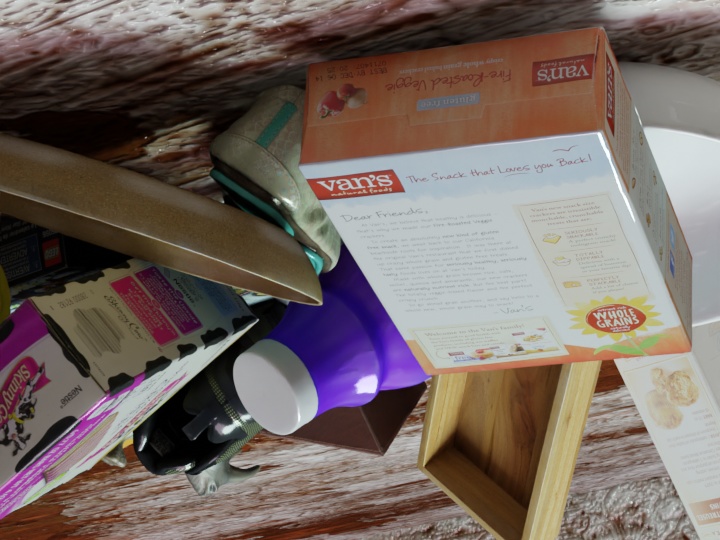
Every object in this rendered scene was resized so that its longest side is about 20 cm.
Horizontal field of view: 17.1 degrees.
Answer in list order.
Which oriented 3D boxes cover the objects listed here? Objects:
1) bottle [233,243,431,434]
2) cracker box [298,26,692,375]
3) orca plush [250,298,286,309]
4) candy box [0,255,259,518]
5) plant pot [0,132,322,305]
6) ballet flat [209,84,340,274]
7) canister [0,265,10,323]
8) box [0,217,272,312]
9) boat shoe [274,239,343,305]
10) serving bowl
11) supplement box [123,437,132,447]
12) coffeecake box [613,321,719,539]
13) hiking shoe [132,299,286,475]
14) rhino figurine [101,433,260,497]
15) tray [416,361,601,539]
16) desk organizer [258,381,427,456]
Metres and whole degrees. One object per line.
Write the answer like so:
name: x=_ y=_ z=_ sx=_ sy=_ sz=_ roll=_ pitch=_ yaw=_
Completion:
bottle: x=0.019 y=0.017 z=1.243 sx=0.065 sy=0.084 sz=0.200 roll=13 pitch=-144 yaw=43
cracker box: x=0.067 y=-0.026 z=1.081 sx=0.133 sy=0.058 sz=0.200 roll=-5 pitch=150 yaw=17
orca plush: x=-0.125 y=0.046 z=1.496 sx=0.199 sy=0.071 sz=0.105 roll=-5 pitch=169 yaw=-17
candy box: x=-0.146 y=0.060 z=1.171 sx=0.136 sy=0.061 sz=0.200 roll=-41 pitch=176 yaw=20
plant pot: x=-0.108 y=-0.027 z=1.068 sx=0.199 sy=0.028 sz=0.200 roll=17 pitch=176 yaw=1
ballet flat: x=-0.030 y=-0.041 z=1.142 sx=0.067 sy=0.062 sz=0.200 roll=33 pitch=172 yaw=4
canister: x=-0.293 y=0.045 z=1.217 sx=0.199 sy=0.087 sz=0.149 roll=-15 pitch=-159 yaw=41
box: x=-0.132 y=0.000 z=1.332 sx=0.137 sy=0.040 sz=0.199 roll=-17 pitch=167 yaw=42
boat shoe: x=0.000 y=0.000 z=1.321 sx=0.199 sy=0.072 sz=0.068 roll=12 pitch=166 yaw=-36
serving bowl: x=0.124 y=-0.044 z=1.167 sx=0.199 sy=0.066 sz=0.200 roll=4 pitch=151 yaw=2
supplement box: x=-0.158 y=0.079 z=1.658 sx=0.066 sy=0.069 sz=0.200 roll=-1 pitch=169 yaw=-27
coffeecake box: x=0.240 y=0.060 z=1.398 sx=0.153 sy=0.201 sz=0.073 roll=-27 pitch=-178 yaw=-33
hiking shoe: x=-0.091 y=0.069 z=1.331 sx=0.100 sy=0.076 sz=0.200 roll=-32 pitch=179 yaw=-20
rhino figurine: x=-0.135 y=0.075 z=1.451 sx=0.200 sy=0.088 sz=0.060 roll=34 pitch=170 yaw=-27
tray: x=0.090 y=0.080 z=1.456 sx=0.037 sy=0.099 sz=0.200 roll=-33 pitch=149 yaw=-30
desk organizer: x=-0.015 y=0.073 z=1.516 sx=0.071 sy=0.077 sz=0.200 roll=-24 pitch=-176 yaw=13
